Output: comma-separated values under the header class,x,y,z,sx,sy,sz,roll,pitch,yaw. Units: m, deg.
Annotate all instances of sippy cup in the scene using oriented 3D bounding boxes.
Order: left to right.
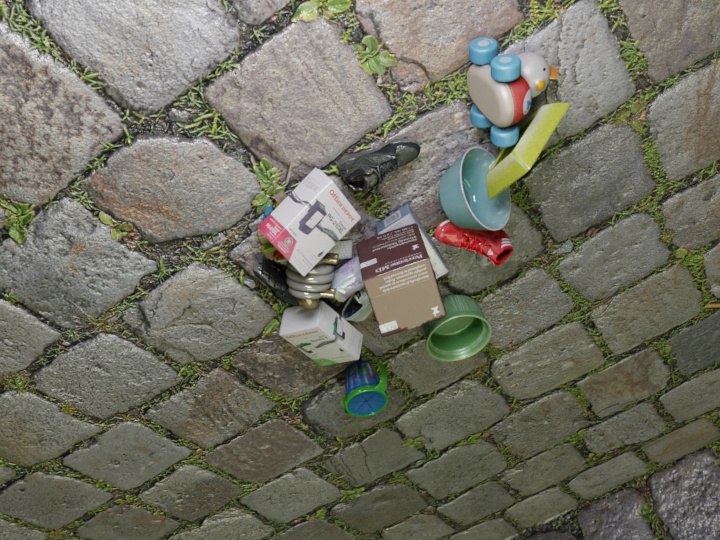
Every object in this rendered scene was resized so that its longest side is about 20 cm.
class,x,y,z,sx,sy,sz,roll,pitch,yaw
sippy cup,0.009,0.356,2.091,0.175,0.131,0.141,-18,136,5

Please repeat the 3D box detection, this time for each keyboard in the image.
class,x,y,z,sx,sy,sz,roll,pitch,yaw
keyboard,-0.119,-0.047,1.758,0.196,0.011,0.057,-6,134,-9

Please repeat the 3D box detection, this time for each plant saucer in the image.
class,x,y,z,sx,sy,sz,roll,pitch,yaw
plant saucer,0.358,-0.274,1.516,0.048,0.201,0.200,36,162,-4

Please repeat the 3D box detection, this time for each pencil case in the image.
class,x,y,z,sx,sy,sz,roll,pitch,yaw
pencil case,0.000,0.000,1.780,0.199,0.084,0.090,-35,168,18

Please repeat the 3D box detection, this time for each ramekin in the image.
class,x,y,z,sx,sy,sz,roll,pitch,yaw
ramekin,0.277,0.165,1.999,0.196,0.099,0.202,-7,134,-7

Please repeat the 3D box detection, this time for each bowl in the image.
class,x,y,z,sx,sy,sz,roll,pitch,yaw
bowl,0.261,-0.181,1.620,0.199,0.204,0.104,30,149,-35

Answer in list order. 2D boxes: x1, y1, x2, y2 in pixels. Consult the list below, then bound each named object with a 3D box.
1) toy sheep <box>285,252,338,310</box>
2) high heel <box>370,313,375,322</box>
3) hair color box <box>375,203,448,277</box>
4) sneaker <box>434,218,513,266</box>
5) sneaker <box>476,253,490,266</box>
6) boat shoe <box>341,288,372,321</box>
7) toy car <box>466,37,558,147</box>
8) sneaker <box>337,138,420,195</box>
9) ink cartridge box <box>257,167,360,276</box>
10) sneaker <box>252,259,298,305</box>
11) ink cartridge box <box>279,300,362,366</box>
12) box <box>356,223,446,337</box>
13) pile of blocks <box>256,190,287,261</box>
class,x,y,z,sx,sy,sz,roll,pitch,yaw
toy sheep,-0.123,0.002,1.712,0.135,0.138,0.204,2,102,-16
high heel,0.085,0.051,1.857,0.199,0.072,0.143,-37,136,3
hair color box,0.133,-0.058,1.739,0.098,0.061,0.201,-31,117,12
sneaker,0.287,-0.071,1.667,0.196,0.116,0.079,-2,125,-15
sneaker,0.295,-0.096,1.775,0.113,0.076,0.202,-5,129,-9
boat shoe,0.012,0.072,1.853,0.071,0.071,0.202,-4,142,-41
toy car,0.343,-0.398,1.441,0.197,0.178,0.186,-21,133,-11
sneaker,0.051,-0.232,1.554,0.196,0.115,0.077,-16,137,-2
ink cartridge box,-0.117,-0.113,1.592,0.200,0.084,0.145,-46,135,-4
sneaker,-0.211,0.042,1.772,0.079,0.076,0.199,-25,136,34
ink cartridge box,-0.109,0.178,1.895,0.144,0.085,0.200,-15,140,33
box,0.095,0.020,1.628,0.163,0.201,0.166,-18,117,4
pile of blocks,-0.207,-0.093,1.651,0.081,0.063,0.202,0,130,-14
